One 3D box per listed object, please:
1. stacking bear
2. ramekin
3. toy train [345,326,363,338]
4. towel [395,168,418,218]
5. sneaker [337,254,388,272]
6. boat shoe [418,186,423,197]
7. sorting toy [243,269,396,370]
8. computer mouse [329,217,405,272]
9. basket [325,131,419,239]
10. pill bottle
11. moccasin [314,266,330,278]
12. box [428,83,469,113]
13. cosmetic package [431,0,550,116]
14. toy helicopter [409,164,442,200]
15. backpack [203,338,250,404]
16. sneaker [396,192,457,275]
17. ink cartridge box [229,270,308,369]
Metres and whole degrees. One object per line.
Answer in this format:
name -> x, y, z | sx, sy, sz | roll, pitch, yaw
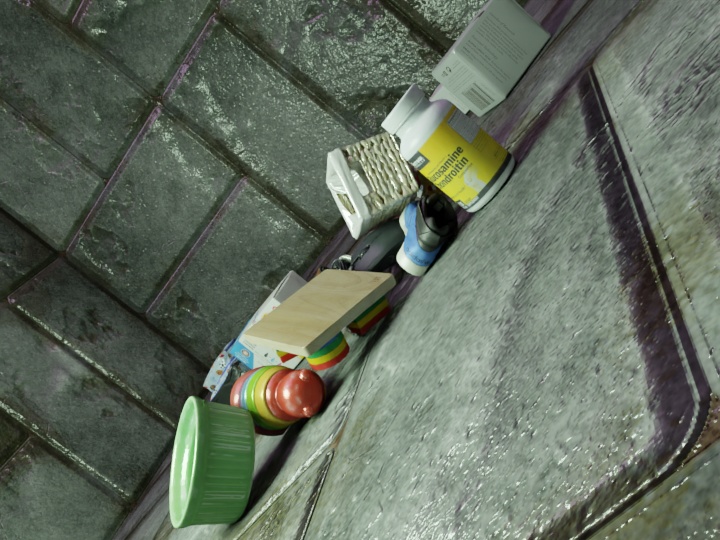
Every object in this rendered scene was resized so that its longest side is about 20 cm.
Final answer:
stacking bear -> -0.126, 0.206, 1.319 | 0.199, 0.113, 0.123 | -21, 67, 56
ramekin -> -0.235, 0.305, 1.275 | 0.200, 0.097, 0.202 | -170, 90, -70
toy train -> -0.010, 0.090, 1.454 | 0.046, 0.034, 0.200 | -50, 6, -6
towel -> 0.081, -0.109, 1.628 | 0.145, 0.022, 0.202 | 86, -153, -80
sneaker -> 0.000, 0.000, 1.579 | 0.078, 0.099, 0.200 | -51, 7, 3
boat shoe -> 0.159, -0.203, 1.727 | 0.066, 0.072, 0.200 | -57, -1, -10
sorting toy -> -0.059, 0.084, 1.316 | 0.198, 0.070, 0.199 | -38, 23, -28
computer mouse -> 0.037, -0.039, 1.451 | 0.199, 0.053, 0.138 | -34, 33, -10
basket -> 0.020, -0.153, 1.451 | 0.122, 0.137, 0.200 | -26, -6, -7
pill bottle -> 0.133, -0.192, 1.246 | 0.112, 0.199, 0.112 | -50, 6, 7
moccasin -> -0.068, 0.060, 1.515 | 0.202, 0.073, 0.078 | -116, 46, -65
box -> 0.292, -0.528, 2.356 | 0.200, 0.106, 0.153 | -45, 10, 45
cosmetic package -> 0.305, -0.507, 1.893 | 0.201, 0.165, 0.165 | -53, 8, -13
toy helicopter -> 0.128, -0.159, 1.508 | 0.201, 0.131, 0.080 | 109, 159, -52
backpack -> -0.326, 0.278, 2.195 | 0.200, 0.154, 0.190 | -51, -4, 35
sneaker -> 0.115, -0.086, 1.323 | 0.112, 0.076, 0.201 | -55, 8, 31
ink cartridge box -> -0.179, 0.136, 1.886 | 0.200, 0.147, 0.145 | -49, 7, 29
